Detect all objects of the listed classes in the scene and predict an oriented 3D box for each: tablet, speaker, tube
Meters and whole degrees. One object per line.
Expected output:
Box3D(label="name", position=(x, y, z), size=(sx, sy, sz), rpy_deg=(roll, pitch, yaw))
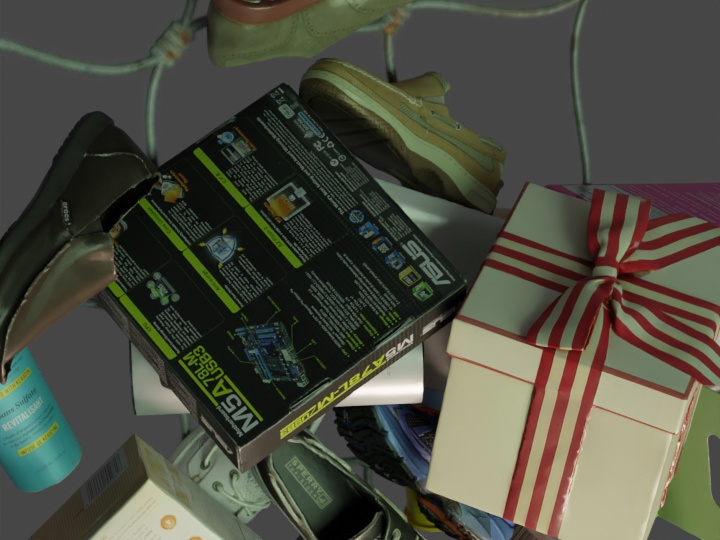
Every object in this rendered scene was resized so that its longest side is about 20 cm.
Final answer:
Box3D(label="tablet", position=(0.000, 0.000, 1.753), size=(0.199, 0.014, 0.131), rpy_deg=(17, 97, -15))
Box3D(label="speaker", position=(-0.055, 0.054, 1.692), size=(0.198, 0.081, 0.082), rpy_deg=(-2, 113, -2))
Box3D(label="tube", position=(-0.249, 0.055, 1.641), size=(0.077, 0.050, 0.201), rpy_deg=(-41, 121, -22))

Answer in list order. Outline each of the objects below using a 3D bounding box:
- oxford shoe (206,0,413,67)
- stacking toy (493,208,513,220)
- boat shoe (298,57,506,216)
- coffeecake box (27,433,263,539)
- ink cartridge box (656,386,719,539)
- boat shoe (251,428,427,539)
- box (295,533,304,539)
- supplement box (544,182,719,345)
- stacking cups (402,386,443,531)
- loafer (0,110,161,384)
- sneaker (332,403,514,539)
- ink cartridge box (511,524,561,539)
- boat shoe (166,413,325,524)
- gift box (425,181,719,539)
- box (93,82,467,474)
Box3D(label="oxford shoe", position=(-0.022, -0.187, 1.688), size=(0.199, 0.071, 0.075), rpy_deg=(-15, 144, -30))
Box3D(label="stacking toy", position=(0.106, 0.060, 1.860), size=(0.085, 0.085, 0.201), rpy_deg=(-17, 123, -27))
Box3D(label="boat shoe", position=(0.033, -0.107, 1.754), size=(0.200, 0.071, 0.077), rpy_deg=(36, 73, -46))
Box3D(label="coffeecake box", position=(-0.133, 0.237, 1.727), size=(0.153, 0.073, 0.200), rpy_deg=(-44, 115, 7))
Box3D(label="ink cartridge box", position=(0.204, 0.132, 1.875), size=(0.048, 0.200, 0.146), rpy_deg=(-23, 121, -27))
Box3D(label="boat shoe", position=(0.000, 0.187, 1.721), size=(0.200, 0.064, 0.071), rpy_deg=(45, 84, -9))
Box3D(label="box", position=(-0.016, 0.283, 1.834), size=(0.200, 0.132, 0.115), rpy_deg=(-52, 125, -5))
Box3D(label="supplement box", position=(0.234, -0.004, 1.902), size=(0.199, 0.103, 0.102), rpy_deg=(-2, 111, -31))
Box3D(label="stacking cups", position=(0.047, 0.091, 1.850), size=(0.060, 0.060, 0.201), rpy_deg=(-20, 115, -25))
Box3D(label="loafer", position=(-0.188, -0.009, 1.590), size=(0.071, 0.073, 0.201), rpy_deg=(27, 70, 3))
Box3D(label="sneaker", position=(0.053, 0.124, 1.796), size=(0.200, 0.075, 0.079), rpy_deg=(46, 71, -37))
Box3D(label="ink cartridge box", position=(0.198, 0.269, 1.953), size=(0.199, 0.162, 0.057), rpy_deg=(30, 96, -38))
Box3D(label="boat shoe", position=(-0.083, 0.138, 1.767), size=(0.071, 0.069, 0.201), rpy_deg=(33, 89, -38))
Box3D(label="gift box", position=(0.167, 0.060, 1.695), size=(0.185, 0.199, 0.188), rpy_deg=(-66, 168, -49))
Box3D(label="box", position=(-0.063, 0.001, 1.649), size=(0.193, 0.200, 0.048), rpy_deg=(-37, 159, -15))
